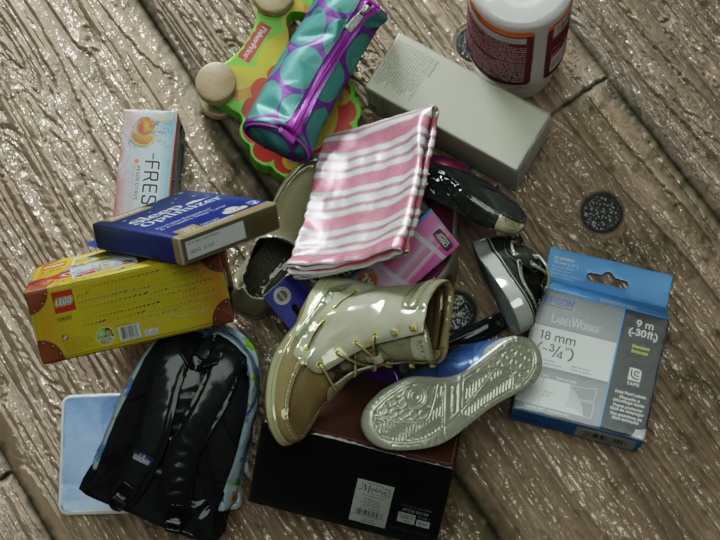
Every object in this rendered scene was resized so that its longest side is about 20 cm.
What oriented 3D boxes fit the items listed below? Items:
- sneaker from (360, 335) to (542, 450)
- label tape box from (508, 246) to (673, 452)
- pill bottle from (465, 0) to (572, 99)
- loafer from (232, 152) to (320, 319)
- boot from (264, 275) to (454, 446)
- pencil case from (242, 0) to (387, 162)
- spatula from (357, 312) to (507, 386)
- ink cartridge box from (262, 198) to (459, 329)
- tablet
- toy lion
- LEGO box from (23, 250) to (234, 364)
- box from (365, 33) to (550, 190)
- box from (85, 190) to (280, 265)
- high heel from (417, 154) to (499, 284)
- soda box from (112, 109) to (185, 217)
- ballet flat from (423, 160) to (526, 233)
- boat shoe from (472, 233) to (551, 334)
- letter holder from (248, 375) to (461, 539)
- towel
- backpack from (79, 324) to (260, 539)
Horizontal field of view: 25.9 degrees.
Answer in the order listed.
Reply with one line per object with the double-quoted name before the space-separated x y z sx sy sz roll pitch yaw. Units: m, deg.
"sneaker" 0.082 0.126 1.597 0.198 0.111 0.077 -27 91 -16
"label tape box" 0.248 0.074 1.664 0.142 0.063 0.202 13 74 7
"pill bottle" 0.171 -0.271 1.705 0.113 0.200 0.116 -1 72 3
"loafer" -0.075 -0.036 1.704 0.075 0.068 0.202 29 84 -10
"boot" 0.001 0.085 1.531 0.153 0.072 0.201 0 47 29
"pencil case" -0.049 -0.218 1.710 0.085 0.092 0.202 33 73 -20
"spatula" 0.071 0.093 1.690 0.198 0.021 0.057 -26 85 -7
"ink cartridge box" 0.000 0.000 1.649 0.200 0.037 0.095 -40 95 6
"tablet" -0.225 0.195 1.681 0.197 0.014 0.132 -3 73 4
"toy lion" -0.076 -0.206 1.778 0.190 0.069 0.201 30 76 5
"LEGO box" -0.231 0.022 1.600 0.197 0.149 0.078 -13 102 -3
"box" 0.108 -0.178 1.749 0.199 0.068 0.083 32 77 12
"box" -0.187 -0.047 1.588 0.120 0.199 0.033 -23 109 -35
"high heel" 0.068 -0.033 1.709 0.095 0.067 0.202 24 78 18
"soda box" -0.236 -0.073 1.737 0.063 0.068 0.203 3 73 3
"ballet flat" 0.088 -0.081 1.678 0.198 0.066 0.057 25 111 20
"boat shoe" 0.163 0.003 1.631 0.063 0.200 0.071 -21 111 2
"letter holder" 0.000 0.185 1.629 0.197 0.142 0.102 13 116 4
"towel" 0.004 -0.084 1.622 0.145 0.030 0.202 -13 48 32
"backpack" -0.179 0.150 1.616 0.161 0.154 0.202 17 105 8
